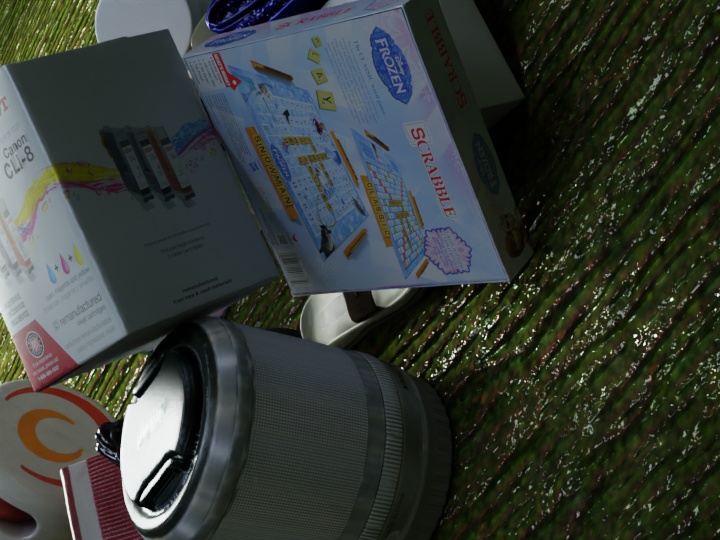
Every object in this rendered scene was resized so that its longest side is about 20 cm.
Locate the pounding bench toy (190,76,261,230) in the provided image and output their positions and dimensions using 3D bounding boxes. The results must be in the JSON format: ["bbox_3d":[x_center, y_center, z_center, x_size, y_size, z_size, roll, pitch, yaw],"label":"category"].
[{"bbox_3d":[-0.162,-0.112,1.284,0.156,0.199,0.125,-17,62,61],"label":"pounding bench toy"}]

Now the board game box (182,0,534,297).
[{"bbox_3d":[-0.003,-0.080,0.972,0.199,0.201,0.041,-4,29,40],"label":"board game box"}]

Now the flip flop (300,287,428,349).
[{"bbox_3d":[0.000,0.000,1.099,0.200,0.057,0.082,-42,43,43],"label":"flip flop"}]

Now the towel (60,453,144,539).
[{"bbox_3d":[-0.132,0.180,1.133,0.144,0.199,0.023,-119,17,-53],"label":"towel"}]

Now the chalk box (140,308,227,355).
[{"bbox_3d":[-0.197,0.002,1.381,0.124,0.124,0.200,-63,32,23],"label":"chalk box"}]

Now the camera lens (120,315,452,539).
[{"bbox_3d":[-0.056,0.126,0.994,0.160,0.199,0.161,-35,48,50],"label":"camera lens"}]

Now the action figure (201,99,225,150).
[{"bbox_3d":[-0.128,-0.147,1.164,0.104,0.193,0.201,22,119,51],"label":"action figure"}]

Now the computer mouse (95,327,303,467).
[{"bbox_3d":[-0.103,0.121,1.140,0.138,0.200,0.053,26,137,25],"label":"computer mouse"}]

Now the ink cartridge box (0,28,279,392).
[{"bbox_3d":[-0.185,-0.044,1.010,0.145,0.144,0.201,-29,84,47],"label":"ink cartridge box"}]

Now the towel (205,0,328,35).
[{"bbox_3d":[-0.017,-0.208,1.079,0.147,0.200,0.050,-33,82,17],"label":"towel"}]

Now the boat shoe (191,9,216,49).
[{"bbox_3d":[-0.065,-0.249,1.234,0.201,0.074,0.063,-36,33,20],"label":"boat shoe"}]

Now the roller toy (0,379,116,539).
[{"bbox_3d":[-0.339,0.219,1.463,0.140,0.199,0.183,-58,39,30],"label":"roller toy"}]

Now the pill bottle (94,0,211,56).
[{"bbox_3d":[-0.175,-0.237,1.369,0.200,0.113,0.114,-39,-27,-75],"label":"pill bottle"}]

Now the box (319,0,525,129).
[{"bbox_3d":[0.006,-0.123,1.060,0.200,0.097,0.125,-37,76,48],"label":"box"}]
